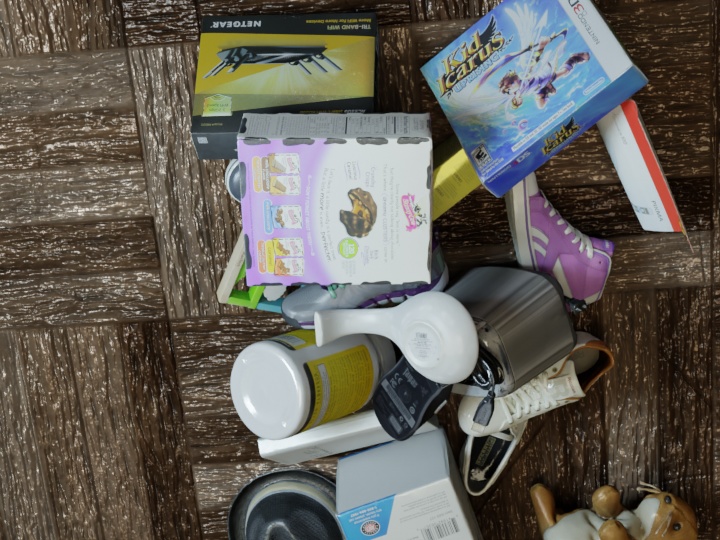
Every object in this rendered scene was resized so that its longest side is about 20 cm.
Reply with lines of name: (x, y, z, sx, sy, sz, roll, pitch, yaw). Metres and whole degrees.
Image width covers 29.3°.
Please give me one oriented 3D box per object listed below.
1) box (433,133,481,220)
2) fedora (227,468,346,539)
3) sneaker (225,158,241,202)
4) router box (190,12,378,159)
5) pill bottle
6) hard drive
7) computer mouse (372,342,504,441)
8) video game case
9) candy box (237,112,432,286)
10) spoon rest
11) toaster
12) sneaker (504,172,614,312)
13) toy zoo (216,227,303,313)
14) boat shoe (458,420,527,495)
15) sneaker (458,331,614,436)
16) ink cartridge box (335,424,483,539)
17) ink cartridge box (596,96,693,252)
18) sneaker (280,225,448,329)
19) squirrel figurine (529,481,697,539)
box: (0.134, -0.137, 1.553, 0.199, 0.075, 0.050, -39, 106, 16)
fedora: (-0.084, 0.357, 1.747, 0.197, 0.092, 0.203, 1, 111, 3)
sneaker: (-0.048, -0.091, 1.509, 0.197, 0.080, 0.079, 0, 117, -9)
router box: (-0.079, -0.202, 1.502, 0.197, 0.159, 0.052, -1, 151, 4)
pill bottle: (-0.047, 0.119, 1.591, 0.110, 0.199, 0.113, 8, 104, 36)
hard drive: (-0.012, 0.197, 1.667, 0.197, 0.132, 0.027, -15, 75, 10)
computer mouse: (0.093, 0.133, 1.519, 0.141, 0.046, 0.201, 49, 134, 26)
video game case: (0.180, -0.209, 1.471, 0.199, 0.182, 0.045, -37, 142, 17)
candy box: (-0.023, -0.074, 1.436, 0.197, 0.072, 0.170, 0, 119, 1)
spoon rest: (0.044, 0.066, 1.488, 0.198, 0.060, 0.101, 7, 107, 35)
toaster: (0.150, 0.071, 1.558, 0.129, 0.199, 0.115, -33, 113, -31)
sneaker: (0.230, -0.046, 1.587, 0.113, 0.073, 0.202, -14, 119, 5)
toy zoo: (-0.055, -0.002, 1.609, 0.198, 0.021, 0.132, 10, 124, -24)
boat shoe: (0.168, 0.181, 1.675, 0.071, 0.066, 0.202, 23, 110, -4)
sneaker: (0.206, 0.132, 1.604, 0.199, 0.085, 0.073, -30, 105, -13)
ink cartridge box: (0.070, 0.326, 1.692, 0.145, 0.145, 0.202, -19, 108, 5)
ink cartridge box: (0.297, -0.112, 1.481, 0.047, 0.200, 0.161, -23, 108, 12)
sneaker: (0.000, 0.000, 1.563, 0.197, 0.075, 0.088, -17, 133, -6)
squirrel figurine: (0.328, 0.349, 1.711, 0.184, 0.142, 0.202, -17, 123, 0)
